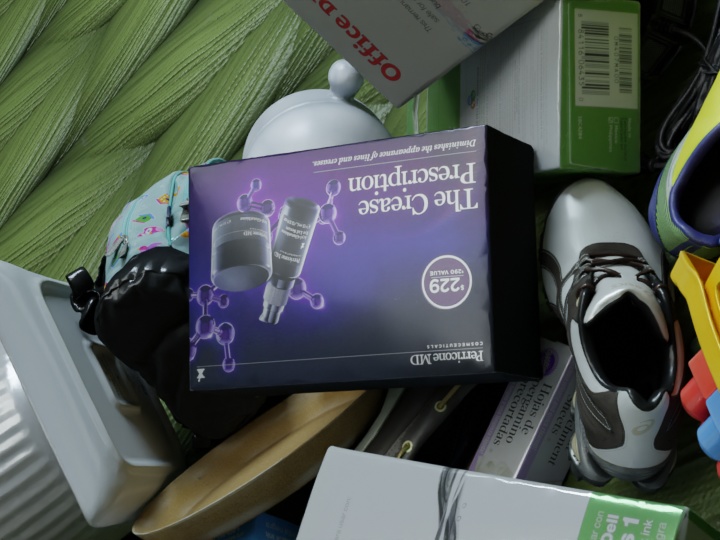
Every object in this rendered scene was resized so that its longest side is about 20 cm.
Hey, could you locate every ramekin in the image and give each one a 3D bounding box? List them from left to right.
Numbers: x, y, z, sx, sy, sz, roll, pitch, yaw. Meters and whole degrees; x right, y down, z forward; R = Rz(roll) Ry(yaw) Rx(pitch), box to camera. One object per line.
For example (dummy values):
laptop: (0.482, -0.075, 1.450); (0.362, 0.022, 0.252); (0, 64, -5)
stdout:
ramekin: (-0.235, 0.127, 1.103); (0.105, 0.200, 0.200); (-33, 43, 17)

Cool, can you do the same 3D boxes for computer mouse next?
computer mouse: (0.172, -0.130, 0.928); (0.200, 0.046, 0.141); (24, 95, 52)

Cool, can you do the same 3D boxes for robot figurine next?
robot figurine: (-0.027, -0.065, 1.021); (0.200, 0.113, 0.170); (-111, 31, -78)

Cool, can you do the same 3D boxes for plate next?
plate: (-0.185, 0.081, 1.026); (0.032, 0.200, 0.200); (-30, 78, 6)

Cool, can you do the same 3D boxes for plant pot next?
plant pot: (-0.059, 0.122, 0.953); (0.200, 0.028, 0.200); (-34, 5, 3)

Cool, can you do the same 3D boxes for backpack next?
backpack: (-0.120, 0.009, 1.083); (0.126, 0.167, 0.200); (-26, 28, 12)

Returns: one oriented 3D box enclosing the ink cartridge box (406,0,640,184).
ink cartridge box: (0.099, -0.108, 0.935); (0.200, 0.059, 0.104); (179, 92, -65)

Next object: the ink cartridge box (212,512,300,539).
ink cartridge box: (-0.087, 0.273, 0.914); (0.144, 0.084, 0.200); (-29, 46, 35)

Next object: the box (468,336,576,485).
box: (0.082, 0.137, 0.847); (0.039, 0.041, 0.200); (18, 79, 52)

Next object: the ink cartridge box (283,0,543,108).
ink cartridge box: (0.054, -0.232, 0.883); (0.200, 0.147, 0.145); (-32, 24, 39)

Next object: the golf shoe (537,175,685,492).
golf shoe: (0.145, 0.017, 0.796); (0.078, 0.095, 0.200); (-4, 56, -3)

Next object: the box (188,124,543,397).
box: (0.000, 0.000, 0.861); (0.200, 0.079, 0.142); (-6, 83, 27)

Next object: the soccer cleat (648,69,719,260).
soccer cleat: (0.222, -0.095, 0.800); (0.200, 0.065, 0.084); (-64, 0, 4)

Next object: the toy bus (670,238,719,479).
toy bus: (0.220, 0.011, 0.716); (0.192, 0.135, 0.200); (-53, 31, 36)

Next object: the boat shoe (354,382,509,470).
boat shoe: (0.029, 0.132, 0.884); (0.061, 0.072, 0.202); (18, 79, 51)

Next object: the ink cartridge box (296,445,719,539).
ink cartridge box: (0.084, 0.156, 0.710); (0.200, 0.146, 0.085); (5, 69, 37)
